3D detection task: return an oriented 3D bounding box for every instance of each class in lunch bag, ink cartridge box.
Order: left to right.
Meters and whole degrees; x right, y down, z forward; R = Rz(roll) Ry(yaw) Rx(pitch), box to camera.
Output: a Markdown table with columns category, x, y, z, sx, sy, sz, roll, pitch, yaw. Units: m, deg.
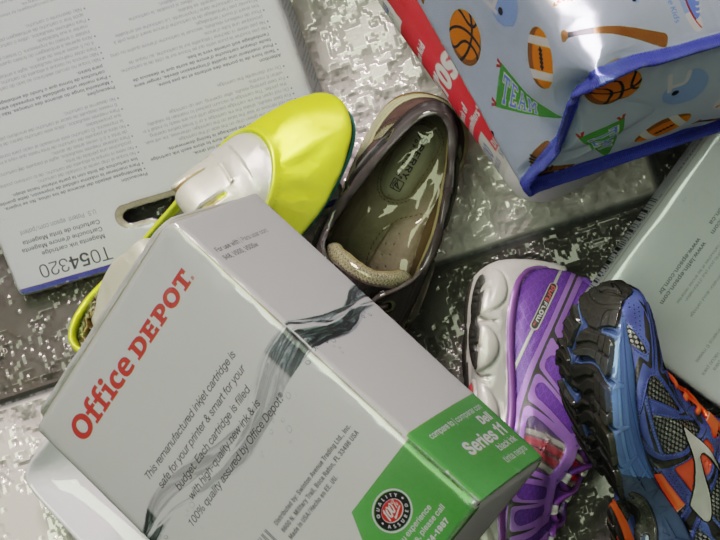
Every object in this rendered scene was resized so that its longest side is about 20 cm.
| category | x | y | z | sx | sy | sz | roll | pitch | yaw |
| --- | --- | --- | --- | --- | --- | --- | --- | --- | --- |
| ink cartridge box | -0.129 | -0.107 | 1.220 | 0.196 | 0.043 | 0.200 | -15 | 110 | 11 |
| ink cartridge box | -0.038 | 0.082 | 1.087 | 0.200 | 0.083 | 0.147 | 43 | 118 | 12 |
| lunch bag | 0.137 | -0.152 | 1.052 | 0.200 | 0.124 | 0.170 | -16 | 69 | -26 |
| ink cartridge box | 0.245 | -0.004 | 1.128 | 0.200 | 0.043 | 0.196 | 36 | 91 | -5 |

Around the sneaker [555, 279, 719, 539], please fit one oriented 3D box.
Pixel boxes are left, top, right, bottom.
| category | x | y | z | sx | sy | sz | roll | pitch | yaw |
| --- | --- | --- | --- | --- | --- | --- | --- | --- | --- |
| sneaker | 0.152 | 0.085 | 1.103 | 0.078 | 0.075 | 0.200 | -25 | 121 | -8 |

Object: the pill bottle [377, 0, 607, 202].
| category | x | y | z | sx | sy | sz | roll | pitch | yaw |
| --- | --- | --- | --- | --- | --- | --- | --- | --- | --- |
| pill bottle | 0.073 | -0.144 | 1.164 | 0.112 | 0.112 | 0.200 | -36 | 75 | 6 |

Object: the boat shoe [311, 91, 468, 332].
| category | x | y | z | sx | sy | sz | roll | pitch | yaw |
| --- | --- | --- | --- | --- | --- | --- | --- | --- | --- |
| boat shoe | 0.000 | 0.000 | 1.177 | 0.073 | 0.065 | 0.200 | 19 | 92 | 2 |

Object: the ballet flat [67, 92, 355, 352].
| category | x | y | z | sx | sy | sz | roll | pitch | yaw |
| --- | --- | --- | --- | --- | --- | --- | --- | --- | --- |
| ballet flat | -0.083 | -0.017 | 1.177 | 0.200 | 0.067 | 0.067 | -47 | 55 | 22 |

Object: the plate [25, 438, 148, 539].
| category | x | y | z | sx | sy | sz | roll | pitch | yaw |
| --- | --- | --- | --- | --- | --- | --- | --- | --- | --- |
| plate | -0.057 | 0.110 | 1.170 | 0.200 | 0.032 | 0.200 | 45 | 118 | 12 |

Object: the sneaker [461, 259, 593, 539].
| category | x | y | z | sx | sy | sz | roll | pitch | yaw |
| --- | --- | --- | --- | --- | --- | --- | --- | --- | --- |
| sneaker | 0.093 | 0.095 | 1.147 | 0.083 | 0.081 | 0.200 | 3 | 88 | -3 |
